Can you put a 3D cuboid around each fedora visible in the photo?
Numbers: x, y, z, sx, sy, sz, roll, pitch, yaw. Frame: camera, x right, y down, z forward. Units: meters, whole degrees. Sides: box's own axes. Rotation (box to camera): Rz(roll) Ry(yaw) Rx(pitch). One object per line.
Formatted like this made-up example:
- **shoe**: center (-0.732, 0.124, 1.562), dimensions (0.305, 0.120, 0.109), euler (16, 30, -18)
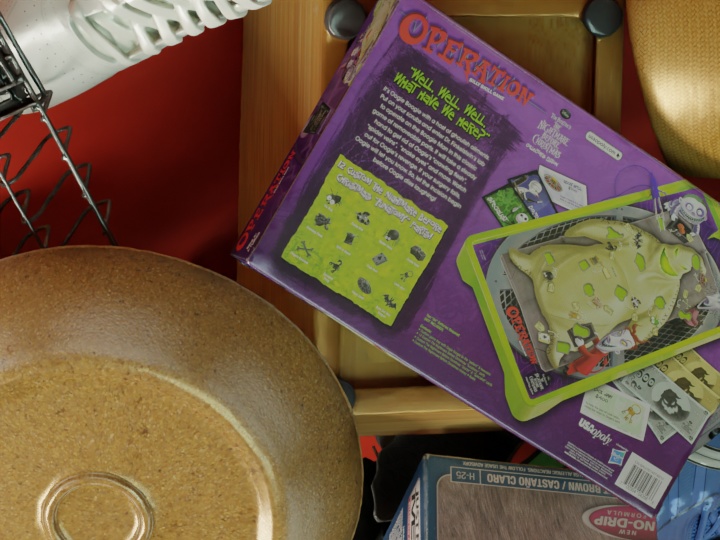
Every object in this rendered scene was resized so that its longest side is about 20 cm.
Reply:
- **fedora**: center (0.149, -0.101, 1.104), dimensions (0.081, 0.201, 0.201), euler (-4, 135, 12)

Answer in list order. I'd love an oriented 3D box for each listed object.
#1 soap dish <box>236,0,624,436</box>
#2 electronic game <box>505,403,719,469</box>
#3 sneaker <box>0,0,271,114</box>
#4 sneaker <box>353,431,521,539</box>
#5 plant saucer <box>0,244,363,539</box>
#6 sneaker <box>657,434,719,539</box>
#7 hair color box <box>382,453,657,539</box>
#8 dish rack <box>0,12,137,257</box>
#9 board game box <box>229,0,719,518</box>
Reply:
- **soap dish**: center (0.031, -0.030, 1.111), dimensions (0.156, 0.081, 0.202), euler (-1, 98, -19)
- **electronic game**: center (0.140, 0.040, 1.217), dimensions (0.200, 0.200, 0.042), euler (-38, 95, 11)
- **sneaker**: center (-0.071, -0.120, 1.050), dimensions (0.200, 0.081, 0.076), euler (-38, 135, 15)
- **sneaker**: center (0.058, 0.116, 1.283), dimensions (0.060, 0.105, 0.199), euler (-33, 133, 27)
- **plant saucer**: center (-0.098, 0.086, 1.065), dimensions (0.199, 0.036, 0.201), euler (1, 120, 1)
- **sneaker**: center (0.191, 0.090, 1.308), dimensions (0.199, 0.077, 0.076), euler (-29, 144, -19)
- **hair color box**: center (0.053, 0.151, 1.190), dimensions (0.099, 0.061, 0.200), euler (6, 149, -10)
- **dish rack**: center (-0.156, -0.006, 1.073), dimensions (0.153, 0.055, 0.201), euler (-23, 110, 14)
- **board game box**: center (0.062, -0.005, 1.067), dimensions (0.199, 0.032, 0.120), euler (33, 89, -20)
